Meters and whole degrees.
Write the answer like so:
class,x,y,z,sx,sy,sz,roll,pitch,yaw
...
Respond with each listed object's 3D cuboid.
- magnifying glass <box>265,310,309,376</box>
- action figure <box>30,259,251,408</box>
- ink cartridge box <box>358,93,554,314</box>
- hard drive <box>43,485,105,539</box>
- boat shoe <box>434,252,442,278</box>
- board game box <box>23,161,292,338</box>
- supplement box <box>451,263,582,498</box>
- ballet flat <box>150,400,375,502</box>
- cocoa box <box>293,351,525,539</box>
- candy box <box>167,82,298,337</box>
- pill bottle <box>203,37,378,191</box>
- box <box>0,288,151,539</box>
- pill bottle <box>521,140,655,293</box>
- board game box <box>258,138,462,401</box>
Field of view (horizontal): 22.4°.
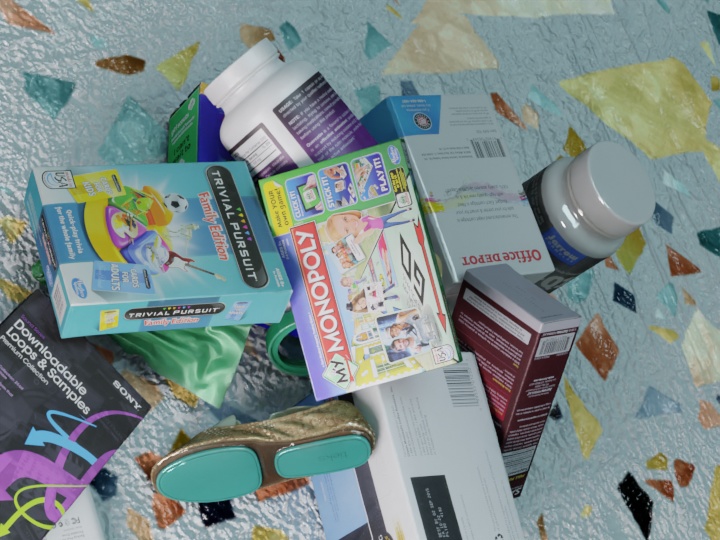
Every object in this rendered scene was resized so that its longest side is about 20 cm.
class,x,y,z,sx,sy,sz,roll,pitch,yaw
magnifying glass,-0.009,0.087,1.733,0.199,0.079,0.023,26,33,-40
action figure,-0.195,0.030,1.600,0.198,0.055,0.119,22,86,-13
ink cartridge box,0.069,-0.053,1.820,0.146,0.146,0.202,-6,69,-42
hard drive,-0.282,0.176,1.474,0.131,0.026,0.202,-6,69,-42
boat shoe,0.031,0.027,1.702,0.074,0.200,0.067,28,72,-14
board game box,-0.175,-0.022,1.564,0.198,0.047,0.152,-4,53,-26
supplement box,0.126,0.108,1.720,0.061,0.202,0.109,-7,33,-43
ballet flat,-0.087,0.155,1.594,0.198,0.071,0.066,-7,37,-8
cocoa box,0.043,0.190,1.665,0.132,0.131,0.202,1,65,-38
candy box,-0.099,-0.055,1.729,0.168,0.077,0.202,17,54,-31
pill bottle,-0.051,-0.111,1.667,0.200,0.112,0.112,51,44,-4
box,-0.273,0.126,1.467,0.143,0.036,0.200,47,43,-9
pill bottle,0.206,-0.048,1.894,0.113,0.200,0.115,20,54,-30
board game box,0.000,0.000,1.592,0.029,0.133,0.202,-3,78,-80
